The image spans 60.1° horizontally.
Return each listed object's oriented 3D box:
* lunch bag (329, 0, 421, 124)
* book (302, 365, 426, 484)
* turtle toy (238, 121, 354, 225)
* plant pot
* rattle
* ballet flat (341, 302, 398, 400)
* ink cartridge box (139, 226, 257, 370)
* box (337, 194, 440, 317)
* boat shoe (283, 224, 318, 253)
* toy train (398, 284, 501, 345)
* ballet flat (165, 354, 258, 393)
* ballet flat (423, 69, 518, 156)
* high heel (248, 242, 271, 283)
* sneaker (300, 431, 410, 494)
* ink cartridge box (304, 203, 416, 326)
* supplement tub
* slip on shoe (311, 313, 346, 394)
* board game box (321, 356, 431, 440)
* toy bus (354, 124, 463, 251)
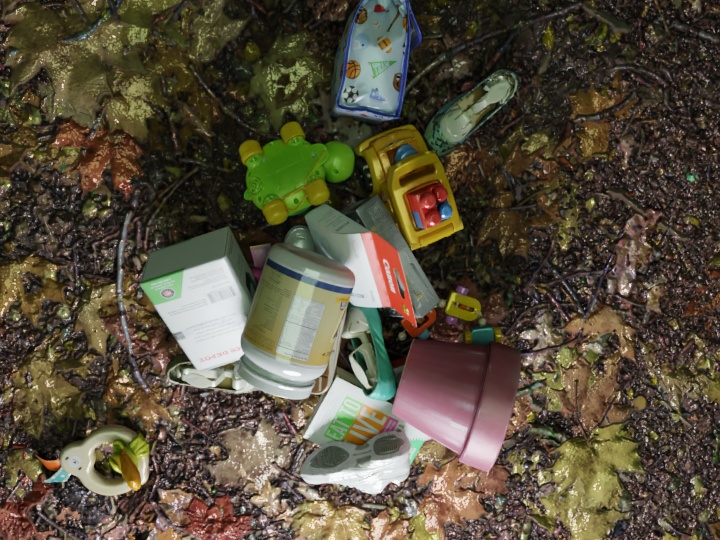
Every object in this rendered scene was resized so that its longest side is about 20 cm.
[{"bbox_3d":[0.021,-0.342,0.978,0.120,0.170,0.206,7,98,-10],"label":"lunch bag"},{"bbox_3d":[0.013,0.276,1.099,0.197,0.048,0.136,27,101,-10],"label":"book"},{"bbox_3d":[-0.101,-0.158,1.027,0.196,0.101,0.149,-24,77,-3],"label":"turtle toy"},{"bbox_3d":[0.152,0.202,1.028,0.175,0.200,0.205,16,97,8],"label":"plant pot"},{"bbox_3d":[-0.466,0.349,1.055,0.194,0.144,0.133,1,118,-12],"label":"rattle"},{"bbox_3d":[0.007,0.123,1.061,0.069,0.067,0.205,-2,67,-43],"label":"ballet flat"},{"bbox_3d":[-0.240,0.051,1.010,0.142,0.085,0.203,-16,127,5],"label":"ink cartridge box"},{"bbox_3d":[0.032,-0.018,1.034,0.048,0.158,0.202,-36,102,-19],"label":"box"},{"bbox_3d":[-0.105,0.029,1.065,0.072,0.086,0.208,4,99,-7],"label":"boat shoe"},{"bbox_3d":[0.163,0.109,1.122,0.150,0.056,0.200,-44,102,6],"label":"toy train"},{"bbox_3d":[-0.241,0.184,1.080,0.194,0.075,0.070,4,98,-7],"label":"ballet flat"},{"bbox_3d":[0.188,-0.273,1.058,0.200,0.074,0.074,-43,101,2],"label":"ballet flat"},{"bbox_3d":[-0.236,0.016,1.064,0.195,0.067,0.099,-12,99,-13],"label":"high heel"},{"bbox_3d":[-0.004,0.347,1.061,0.194,0.078,0.102,-10,116,7],"label":"sneaker"},{"bbox_3d":[0.000,0.000,0.990,0.047,0.199,0.163,-34,132,-19],"label":"ink cartridge box"},{"bbox_3d":[-0.100,0.075,0.946,0.141,0.144,0.205,19,96,-8],"label":"supplement tub"},{"bbox_3d":[-0.061,0.104,1.048,0.074,0.061,0.206,6,99,10],"label":"slip on shoe"},{"bbox_3d":[0.040,0.256,1.138,0.195,0.040,0.157,-17,100,-3],"label":"board game box"},{"bbox_3d":[0.084,-0.133,1.000,0.133,0.192,0.205,-21,99,-9],"label":"toy bus"}]
